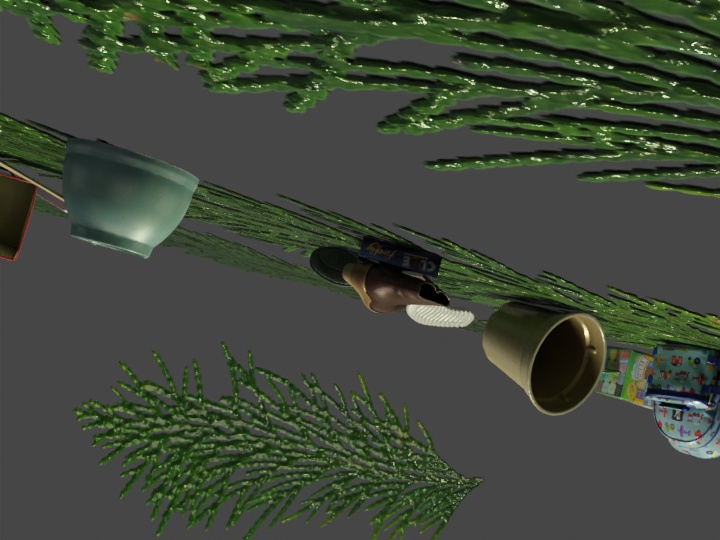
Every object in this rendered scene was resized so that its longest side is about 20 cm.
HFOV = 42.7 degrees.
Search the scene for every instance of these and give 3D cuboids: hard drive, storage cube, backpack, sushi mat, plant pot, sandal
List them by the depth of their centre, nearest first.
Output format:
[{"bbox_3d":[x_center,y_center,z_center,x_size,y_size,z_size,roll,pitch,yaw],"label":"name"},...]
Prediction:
[{"bbox_3d":[-0.351,-0.097,1.357,0.197,0.136,0.200,16,175,1],"label":"plant pot"},{"bbox_3d":[0.340,0.149,1.784,0.199,0.203,0.183,19,-174,-36],"label":"plant pot"},{"bbox_3d":[0.646,0.255,1.796,0.133,0.203,0.182,18,175,-33],"label":"backpack"},{"bbox_3d":[-0.653,-0.179,1.828,0.198,0.012,0.096,30,173,-3],"label":"sushi mat"},{"bbox_3d":[-0.824,-0.139,2.055,0.169,0.203,0.179,16,-178,-21],"label":"storage cube"},{"bbox_3d":[-0.702,-0.140,2.302,0.131,0.026,0.200,27,173,31],"label":"hard drive"},{"bbox_3d":[0.196,0.101,2.337,0.200,0.083,0.050,16,-142,-30],"label":"sandal"}]

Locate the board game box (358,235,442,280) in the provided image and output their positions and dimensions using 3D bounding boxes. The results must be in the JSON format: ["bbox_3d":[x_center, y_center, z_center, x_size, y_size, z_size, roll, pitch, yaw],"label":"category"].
[{"bbox_3d":[0.064,-0.014,1.578,0.133,0.035,0.200,16,175,2],"label":"board game box"}]

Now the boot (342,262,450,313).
[{"bbox_3d":[0.077,0.044,1.536,0.165,0.073,0.199,15,172,34],"label":"boot"}]

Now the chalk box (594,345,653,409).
[{"bbox_3d":[0.663,0.259,2.263,0.197,0.126,0.124,18,176,-17],"label":"chalk box"}]

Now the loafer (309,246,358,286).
[{"bbox_3d":[0.000,0.000,1.756,0.197,0.073,0.063,11,180,22],"label":"loafer"}]
